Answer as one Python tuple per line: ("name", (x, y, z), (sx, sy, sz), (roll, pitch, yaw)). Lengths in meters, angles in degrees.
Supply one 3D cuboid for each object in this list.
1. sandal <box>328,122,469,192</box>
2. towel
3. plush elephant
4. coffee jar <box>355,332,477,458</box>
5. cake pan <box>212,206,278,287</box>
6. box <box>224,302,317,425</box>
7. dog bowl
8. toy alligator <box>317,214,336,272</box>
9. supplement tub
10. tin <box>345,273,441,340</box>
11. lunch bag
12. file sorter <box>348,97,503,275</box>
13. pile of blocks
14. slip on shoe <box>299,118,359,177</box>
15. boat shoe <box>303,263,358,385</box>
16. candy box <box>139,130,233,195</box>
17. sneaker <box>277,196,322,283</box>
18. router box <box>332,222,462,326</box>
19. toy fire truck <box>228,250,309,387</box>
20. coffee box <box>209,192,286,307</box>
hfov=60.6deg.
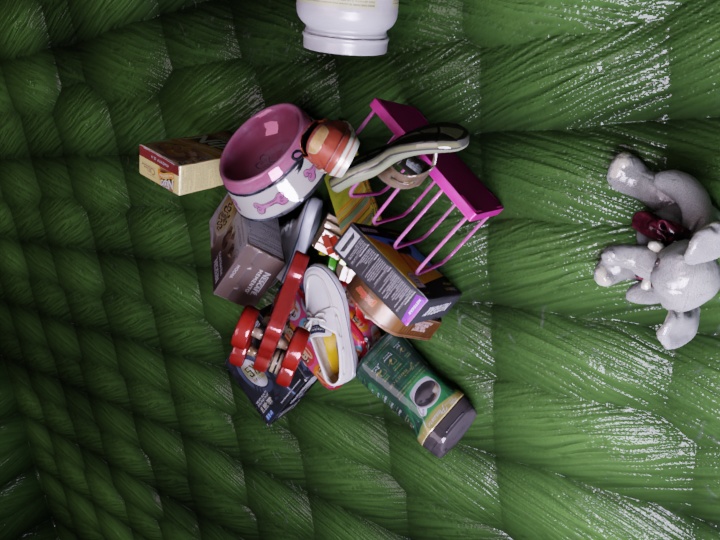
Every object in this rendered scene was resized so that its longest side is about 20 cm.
("sandal", (0.049, -0.128, 0.747), (0.197, 0.080, 0.058), (-15, 110, 39))
("towel", (-0.024, -0.134, 0.967), (0.086, 0.018, 0.204), (-42, 53, 37))
("plush elephant", (0.334, -0.014, 0.670), (0.197, 0.153, 0.169), (24, 122, 32))
("coffee jar", (0.091, 0.200, 1.005), (0.200, 0.104, 0.086), (43, 161, 19))
("cake pan", (-0.232, -0.054, 1.227), (0.196, 0.036, 0.206), (17, 118, 35))
("box", (-0.168, 0.184, 1.236), (0.165, 0.085, 0.201), (51, 132, 13))
("dog bowl", (-0.142, -0.181, 0.984), (0.196, 0.204, 0.074), (7, 152, 38))
("toy alligator", (-0.029, -0.084, 1.034), (0.055, 0.058, 0.204), (-109, 33, -59))
("supplement tub", (-0.015, -0.403, 0.821), (0.142, 0.144, 0.206), (22, 121, 32))
("tin", (0.054, 0.049, 0.920), (0.112, 0.198, 0.042), (43, 104, 29))
("lunch bag", (-0.055, 0.093, 1.110), (0.201, 0.081, 0.177), (48, 127, 14))
("file sorter", (0.073, -0.113, 0.849), (0.126, 0.138, 0.201), (-46, 76, 26))
("pile of blocks", (0.000, 0.000, 0.999), (0.081, 0.062, 0.202), (-36, 110, 2))
("slip on shoe", (-0.046, -0.163, 0.778), (0.060, 0.200, 0.075), (28, 100, -15))
("boat shoe", (-0.059, 0.091, 1.020), (0.069, 0.069, 0.206), (-12, 92, 27))
("candy box", (-0.277, -0.196, 1.095), (0.114, 0.198, 0.057), (28, 123, 28))
("sneaker", (-0.124, -0.054, 1.099), (0.069, 0.074, 0.202), (26, 128, -1))
("router box", (0.060, 0.004, 0.888), (0.149, 0.199, 0.051), (46, 106, 16))
("toy fire truck", (-0.133, 0.080, 1.008), (0.109, 0.171, 0.201), (22, 150, -4))
("coffee box", (-0.198, -0.051, 1.057), (0.113, 0.079, 0.203), (-48, 36, 25))
